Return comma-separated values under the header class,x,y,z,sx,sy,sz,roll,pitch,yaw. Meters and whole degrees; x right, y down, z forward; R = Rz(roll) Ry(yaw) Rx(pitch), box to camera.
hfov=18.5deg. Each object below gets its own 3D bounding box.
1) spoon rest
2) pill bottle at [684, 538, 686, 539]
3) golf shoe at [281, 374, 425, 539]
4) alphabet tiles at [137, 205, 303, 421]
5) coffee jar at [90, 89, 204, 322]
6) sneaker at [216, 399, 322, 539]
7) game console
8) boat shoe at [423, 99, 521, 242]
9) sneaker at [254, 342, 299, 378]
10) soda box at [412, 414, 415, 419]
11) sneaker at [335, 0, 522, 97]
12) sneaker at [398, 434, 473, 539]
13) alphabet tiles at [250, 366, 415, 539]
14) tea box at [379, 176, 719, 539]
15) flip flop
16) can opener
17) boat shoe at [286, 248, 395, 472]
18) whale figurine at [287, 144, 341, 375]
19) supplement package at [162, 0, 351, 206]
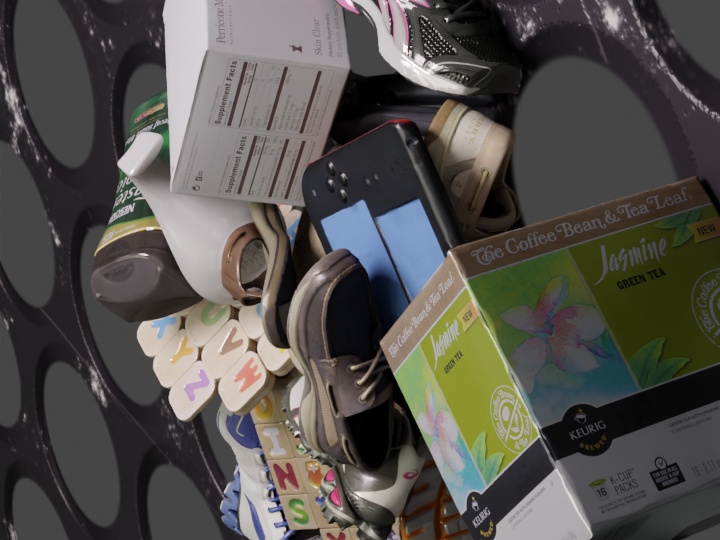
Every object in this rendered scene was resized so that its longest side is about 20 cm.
class,x,y,z,sx,sy,sz,roll,pitch,yaw
spoon rest,-0.129,-0.047,1.782,0.060,0.100,0.200,29,167,46
pill bottle,0.182,0.245,1.509,0.114,0.113,0.201,19,121,56
golf shoe,0.001,0.131,1.736,0.088,0.077,0.200,-51,33,14
alphabet tiles,-0.111,0.025,1.880,0.196,0.015,0.200,-45,48,16
coffee jar,-0.164,-0.056,1.881,0.104,0.085,0.201,-22,45,38
sneaker,-0.066,0.191,1.963,0.115,0.080,0.200,44,146,37
game console,0.032,0.001,1.571,0.201,0.031,0.177,66,156,-1
boat shoe,0.079,-0.039,1.586,0.065,0.072,0.201,20,144,15
sneaker,-0.061,0.071,1.884,0.200,0.075,0.071,45,140,42
soda box,0.096,0.055,1.613,0.071,0.063,0.200,61,148,23
sneaker,0.045,-0.199,1.567,0.200,0.080,0.087,44,129,33
sneaker,0.061,0.221,1.752,0.077,0.078,0.201,-150,52,-65
alphabet tiles,-0.018,0.153,1.845,0.166,0.006,0.201,-7,106,40
tea box,0.153,0.074,1.384,0.198,0.199,0.134,63,150,18
flip flop,-0.081,-0.008,1.693,0.201,0.057,0.081,-106,5,-51
can opener,0.036,-0.123,1.649,0.200,0.078,0.064,-4,62,58
boat shoe,-0.001,0.067,1.597,0.073,0.074,0.201,32,147,30
whale figurine,0.000,0.000,1.744,0.159,0.103,0.201,125,147,-43
supplement package,-0.084,-0.178,1.689,0.156,0.110,0.201,110,160,-47
